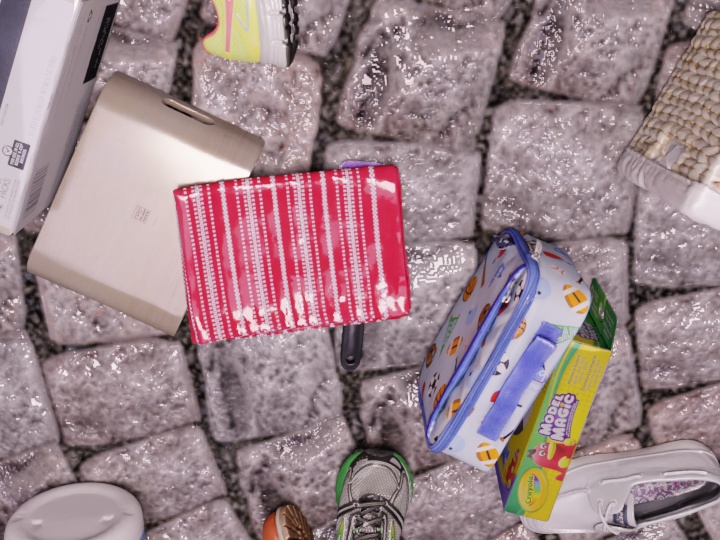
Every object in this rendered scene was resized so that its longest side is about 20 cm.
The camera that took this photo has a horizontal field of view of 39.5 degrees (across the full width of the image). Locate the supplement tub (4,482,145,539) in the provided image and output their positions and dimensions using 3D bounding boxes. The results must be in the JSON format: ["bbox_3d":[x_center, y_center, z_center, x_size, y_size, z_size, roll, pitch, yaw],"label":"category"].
[{"bbox_3d":[-0.270,0.323,0.978,0.131,0.132,0.201,-1,108,1],"label":"supplement tub"}]

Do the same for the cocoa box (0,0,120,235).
[{"bbox_3d":[-0.295,-0.155,0.807,0.131,0.133,0.201,21,108,-6],"label":"cocoa box"}]

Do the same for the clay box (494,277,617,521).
[{"bbox_3d":[0.173,0.109,0.907,0.047,0.115,0.201,13,108,-3],"label":"clay box"}]

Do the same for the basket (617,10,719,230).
[{"bbox_3d":[0.342,-0.095,0.793,0.199,0.198,0.162,22,104,-7],"label":"basket"}]

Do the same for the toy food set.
[{"bbox_3d":[-0.191,-0.055,0.889,0.143,0.060,0.201,25,99,-8],"label":"toy food set"}]

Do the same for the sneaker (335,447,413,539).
[{"bbox_3d":[0.010,0.266,0.980,0.078,0.085,0.201,5,109,-1],"label":"sneaker"}]

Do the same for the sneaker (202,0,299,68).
[{"bbox_3d":[-0.104,-0.261,0.800,0.090,0.078,0.201,-1,108,8],"label":"sneaker"}]

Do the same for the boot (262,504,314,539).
[{"bbox_3d":[-0.089,0.329,1.012,0.107,0.075,0.201,-6,111,8],"label":"boot"}]

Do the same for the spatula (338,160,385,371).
[{"bbox_3d":[0.000,0.000,0.919,0.056,0.021,0.201,3,111,-8],"label":"spatula"}]

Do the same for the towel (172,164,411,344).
[{"bbox_3d":[-0.056,-0.013,0.876,0.199,0.022,0.146,-7,107,-10],"label":"towel"}]

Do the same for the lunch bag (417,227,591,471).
[{"bbox_3d":[0.120,0.063,0.867,0.075,0.160,0.201,23,109,-8],"label":"lunch bag"}]

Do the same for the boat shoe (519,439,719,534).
[{"bbox_3d":[0.254,0.223,0.970,0.199,0.069,0.072,-10,109,4],"label":"boat shoe"}]
